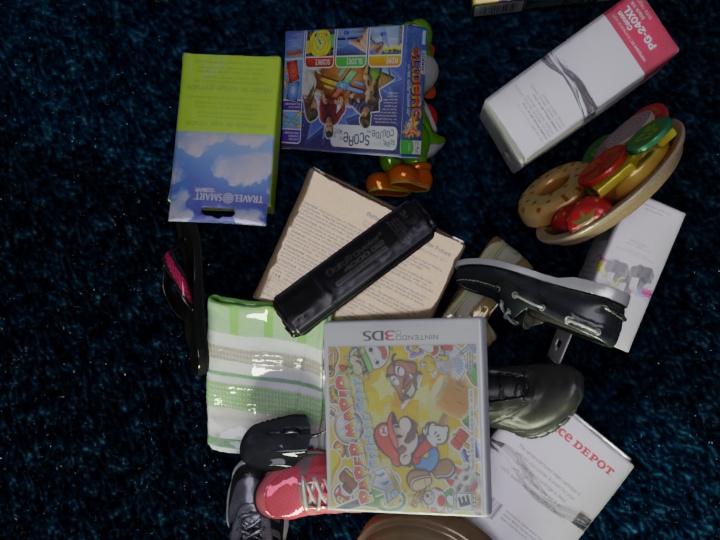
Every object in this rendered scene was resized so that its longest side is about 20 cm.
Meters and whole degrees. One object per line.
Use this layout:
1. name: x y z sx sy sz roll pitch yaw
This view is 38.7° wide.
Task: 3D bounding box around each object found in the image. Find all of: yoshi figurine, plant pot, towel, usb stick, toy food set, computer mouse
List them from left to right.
1. towel: -0.107 0.129 1.172 0.147 0.031 0.203 6 117 5
2. computer mouse: -0.050 0.177 1.139 0.197 0.034 0.059 -19 47 16
3. usb stick: -0.007 -0.003 1.112 0.199 0.033 0.056 -37 69 -6
4. yoshi figurine: 0.036 -0.192 1.163 0.111 0.112 0.204 2 83 15
5. plant pot: 0.069 0.366 1.123 0.198 0.093 0.204 12 121 21
6. toy food set: 0.263 -0.104 1.101 0.197 0.200 0.049 -41 102 7

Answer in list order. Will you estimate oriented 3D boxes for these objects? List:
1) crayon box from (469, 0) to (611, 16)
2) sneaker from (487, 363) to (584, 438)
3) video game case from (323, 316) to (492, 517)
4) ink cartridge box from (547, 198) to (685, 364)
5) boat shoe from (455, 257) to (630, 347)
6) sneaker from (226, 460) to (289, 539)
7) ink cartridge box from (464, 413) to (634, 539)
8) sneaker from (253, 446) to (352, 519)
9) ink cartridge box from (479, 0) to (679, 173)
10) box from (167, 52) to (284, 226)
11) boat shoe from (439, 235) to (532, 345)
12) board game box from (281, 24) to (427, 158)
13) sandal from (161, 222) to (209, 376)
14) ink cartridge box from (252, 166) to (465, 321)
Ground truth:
1. crayon box: 0.216 -0.394 1.170 0.196 0.058 0.176 -5 89 4
2. sneaker: 0.141 0.136 1.094 0.198 0.091 0.077 -17 56 30
3. video game case: 0.047 0.152 1.078 0.179 0.023 0.204 -3 87 23
4. ink cartridge box: 0.280 0.019 1.138 0.067 0.115 0.203 23 93 3
5. boat shoe: 0.181 0.033 1.078 0.198 0.075 0.061 11 80 37
6. sneaker: -0.123 0.323 1.173 0.074 0.114 0.204 -3 90 4
7. ink cartridge box: 0.190 0.245 1.161 0.144 0.084 0.201 38 93 4
8. sneaker: -0.022 0.239 1.154 0.197 0.087 0.075 -10 100 -12
9. ink cartridge box: 0.232 -0.201 1.125 0.199 0.145 0.084 -35 89 4
10. box: -0.154 -0.148 1.190 0.120 0.048 0.203 3 79 5
11. boat shoe: 0.127 0.061 1.171 0.066 0.074 0.202 31 93 9
12. board game box: -0.012 -0.198 1.134 0.198 0.034 0.138 12 101 45
13. sandal: -0.204 0.021 1.174 0.044 0.075 0.203 -2 68 -16
14. ink cartridge box: 0.000 0.000 1.181 0.198 0.075 0.167 27 92 5
